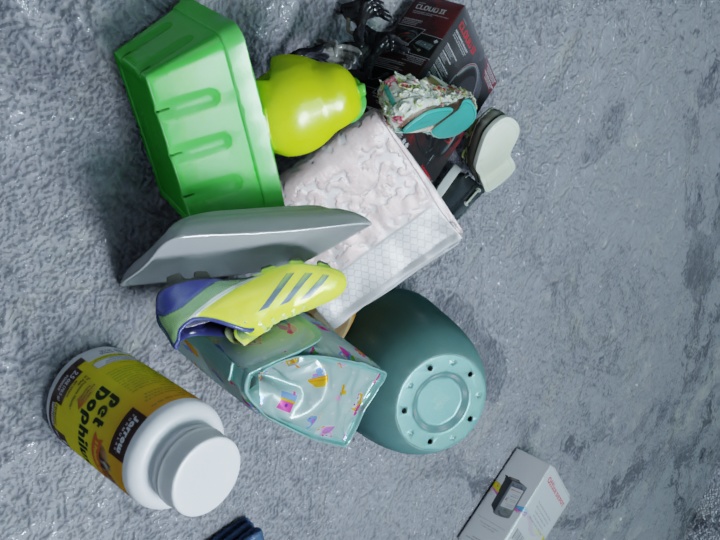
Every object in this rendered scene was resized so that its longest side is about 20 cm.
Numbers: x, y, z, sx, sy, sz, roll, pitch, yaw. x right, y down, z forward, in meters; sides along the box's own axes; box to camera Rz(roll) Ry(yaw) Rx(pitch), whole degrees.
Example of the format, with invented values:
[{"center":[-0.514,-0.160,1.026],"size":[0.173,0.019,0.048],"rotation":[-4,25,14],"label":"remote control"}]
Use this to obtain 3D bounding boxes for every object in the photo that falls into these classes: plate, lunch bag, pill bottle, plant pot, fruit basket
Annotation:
[{"center":[-0.119,-0.027,0.907],"size":[0.199,0.200,0.032],"rotation":[-7,81,-28],"label":"plate"},{"center":[-0.099,0.094,1.011],"size":[0.200,0.170,0.122],"rotation":[25,96,-48],"label":"lunch bag"},{"center":[-0.207,0.155,0.893],"size":[0.109,0.200,0.110],"rotation":[-24,124,-41],"label":"pill bottle"},{"center":[0.065,0.139,1.177],"size":[0.200,0.161,0.201],"rotation":[-6,105,-23],"label":"plant pot"},{"center":[-0.106,-0.157,0.895],"size":[0.215,0.155,0.216],"rotation":[-17,123,-27],"label":"fruit basket"}]

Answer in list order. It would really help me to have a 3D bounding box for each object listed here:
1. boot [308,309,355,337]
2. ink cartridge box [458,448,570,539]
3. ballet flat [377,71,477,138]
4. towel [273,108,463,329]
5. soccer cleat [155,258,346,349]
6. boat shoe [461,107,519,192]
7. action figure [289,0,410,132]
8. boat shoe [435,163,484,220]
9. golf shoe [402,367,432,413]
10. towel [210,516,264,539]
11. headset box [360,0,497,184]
[{"center":[0.000,-0.001,1.166],"size":[0.144,0.071,0.202],"rotation":[-34,146,-53],"label":"boot"},{"center":[0.281,0.448,1.681],"size":[0.200,0.085,0.148],"rotation":[-53,138,-20],"label":"ink cartridge box"},{"center":[0.076,-0.187,1.020],"size":[0.076,0.064,0.200],"rotation":[-37,171,21],"label":"ballet flat"},{"center":[-0.011,-0.051,1.035],"size":[0.200,0.032,0.191],"rotation":[-35,116,10],"label":"towel"},{"center":[-0.105,0.039,0.938],"size":[0.199,0.084,0.065],"rotation":[-7,149,-21],"label":"soccer cleat"},{"center":[0.165,-0.165,1.222],"size":[0.072,0.060,0.202],"rotation":[-36,163,-2],"label":"boat shoe"},{"center":[-0.026,-0.207,1.010],"size":[0.200,0.102,0.119],"rotation":[-53,143,-21],"label":"action figure"},{"center":[0.095,-0.050,1.232],"size":[0.200,0.060,0.076],"rotation":[-55,180,-12],"label":"boat shoe"},{"center":[0.092,0.162,1.340],"size":[0.088,0.077,0.201],"rotation":[-19,122,-50],"label":"golf shoe"},{"center":[-0.165,0.420,1.189],"size":[0.112,0.048,0.201],"rotation":[-28,127,-38],"label":"towel"},{"center":[0.082,-0.223,1.136],"size":[0.200,0.075,0.149],"rotation":[-57,146,-13],"label":"headset box"}]
